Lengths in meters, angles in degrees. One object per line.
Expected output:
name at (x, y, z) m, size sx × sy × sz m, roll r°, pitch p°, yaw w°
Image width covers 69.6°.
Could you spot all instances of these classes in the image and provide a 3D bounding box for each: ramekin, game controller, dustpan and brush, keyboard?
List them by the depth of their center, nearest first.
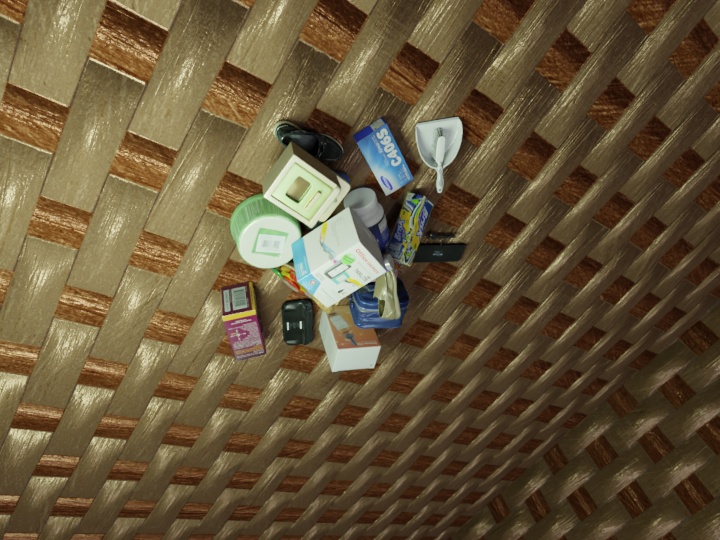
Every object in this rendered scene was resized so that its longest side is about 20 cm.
ramekin at (-0.256, -0.103, 1.434) m, size 0.197 × 0.098 × 0.202 m, roll -11°, pitch 131°, yaw -13°
dustpan and brush at (0.222, -0.318, 1.464) m, size 0.138 × 0.058 × 0.202 m, roll -12°, pitch 131°, yaw -11°
keyboard at (0.260, -0.077, 1.708) m, size 0.197 × 0.021 × 0.128 m, roll -2°, pitch 134°, yaw -21°
game controller at (-0.210, 0.177, 1.733) m, size 0.103 × 0.042 × 0.202 m, roll 1°, pitch 128°, yaw -3°

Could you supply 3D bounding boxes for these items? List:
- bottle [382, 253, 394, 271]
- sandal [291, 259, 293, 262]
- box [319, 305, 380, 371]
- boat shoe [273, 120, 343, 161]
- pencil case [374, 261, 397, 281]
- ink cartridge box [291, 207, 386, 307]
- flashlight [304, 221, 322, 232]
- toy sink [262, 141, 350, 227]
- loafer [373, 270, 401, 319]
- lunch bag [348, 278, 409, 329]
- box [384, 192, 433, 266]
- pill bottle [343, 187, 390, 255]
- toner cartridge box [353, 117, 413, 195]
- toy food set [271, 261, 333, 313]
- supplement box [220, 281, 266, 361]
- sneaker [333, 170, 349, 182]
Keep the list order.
bottle at (0.000, 0.000, 1.508) m, size 0.198 × 0.066 × 0.084 m, roll -17°, pitch 127°, yaw 22°
sandal at (-0.146, 0.012, 1.602) m, size 0.081 × 0.055 × 0.201 m, roll -26°, pitch 133°, yaw 1°
box at (-0.039, 0.220, 1.718) m, size 0.150 × 0.201 × 0.107 m, roll -1°, pitch 129°, yaw -21°
boat shoe at (-0.126, -0.319, 1.326) m, size 0.198 × 0.066 × 0.075 m, roll 21°, pitch 119°, yaw -33°
pencil case at (0.020, -0.006, 1.633) m, size 0.197 × 0.088 × 0.088 m, roll 4°, pitch 127°, yaw -23°
ink cartridge box at (-0.059, -0.034, 1.391) m, size 0.199 × 0.147 × 0.147 m, roll -31°, pitch 135°, yaw 15°
flashlight at (-0.111, -0.099, 1.521) m, size 0.067 × 0.068 × 0.202 m, roll -2°, pitch 130°, yaw 16°
toy sink at (-0.126, -0.198, 1.288) m, size 0.199 × 0.112 × 0.131 m, roll 33°, pitch 109°, yaw -27°
loafer at (0.073, 0.059, 1.575) m, size 0.067 × 0.076 × 0.203 m, roll -18°, pitch 99°, yaw -21°
lunch bag at (0.053, 0.097, 1.695) m, size 0.197 × 0.137 × 0.134 m, roll -1°, pitch 128°, yaw -18°
box at (0.144, -0.122, 1.525) m, size 0.070 × 0.064 × 0.202 m, roll 25°, pitch 86°, yaw -55°
pill bottle at (0.020, -0.132, 1.506) m, size 0.114 × 0.116 × 0.201 m, roll -21°, pitch 132°, yaw -3°
toner cartridge box at (0.066, -0.309, 1.424) m, size 0.094 × 0.043 × 0.201 m, roll -30°, pitch 132°, yaw 7°
toy food set at (-0.169, 0.044, 1.539) m, size 0.049 × 0.197 × 0.200 m, roll -53°, pitch 129°, yaw -12°
supplement box at (-0.359, 0.157, 1.591) m, size 0.102 × 0.132 × 0.202 m, roll -12°, pitch 131°, yaw -9°
sneaker at (-0.118, -0.216, 1.402) m, size 0.197 × 0.089 × 0.076 m, roll -9°, pitch 129°, yaw -15°
